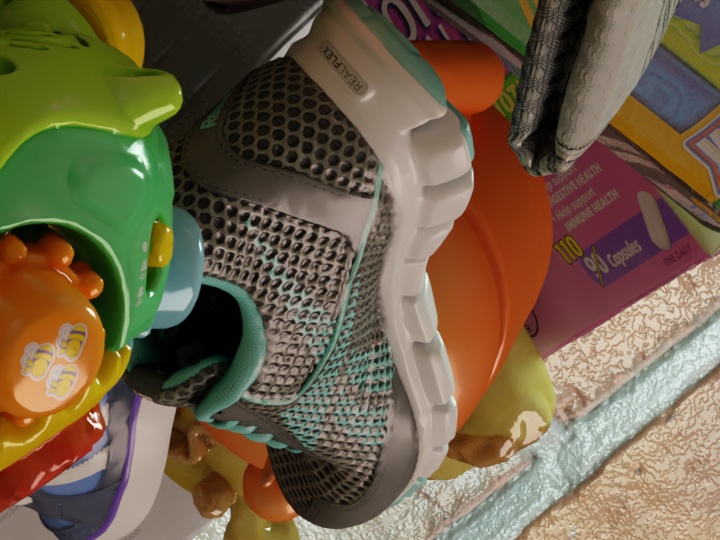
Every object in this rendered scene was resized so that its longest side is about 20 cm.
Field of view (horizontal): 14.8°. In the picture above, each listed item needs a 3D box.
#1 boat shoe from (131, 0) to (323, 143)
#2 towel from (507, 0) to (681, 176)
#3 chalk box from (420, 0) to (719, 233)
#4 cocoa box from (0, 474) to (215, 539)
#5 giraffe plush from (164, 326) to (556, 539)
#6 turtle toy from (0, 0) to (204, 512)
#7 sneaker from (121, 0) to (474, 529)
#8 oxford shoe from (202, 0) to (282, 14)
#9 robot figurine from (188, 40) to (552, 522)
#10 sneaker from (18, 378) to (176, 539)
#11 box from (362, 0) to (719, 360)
[{"bbox_3d":[-0.066,-0.045,0.770,0.200,0.074,0.067,-41,179,-33],"label":"boat shoe"},{"bbox_3d":[0.103,-0.142,0.709,0.193,0.034,0.200,-56,167,-28],"label":"towel"},{"bbox_3d":[0.131,-0.089,0.974,0.124,0.200,0.124,-53,-172,3],"label":"chalk box"},{"bbox_3d":[-0.155,0.078,1.239,0.200,0.134,0.131,-39,-158,-34],"label":"cocoa box"},{"bbox_3d":[-0.026,0.043,1.160,0.162,0.173,0.200,-38,166,-23],"label":"giraffe plush"},{"bbox_3d":[-0.115,0.016,0.619,0.199,0.101,0.146,-32,-177,20],"label":"turtle toy"},{"bbox_3d":[-0.026,0.013,0.747,0.091,0.078,0.201,-31,148,-21],"label":"sneaker"},{"bbox_3d":[-0.011,-0.105,0.719,0.072,0.072,0.200,-20,-179,20],"label":"oxford shoe"},{"bbox_3d":[0.000,-0.002,0.925,0.143,0.117,0.200,-31,-172,21],"label":"robot figurine"},{"bbox_3d":[-0.143,0.040,1.006,0.145,0.081,0.200,-5,149,-21],"label":"sneaker"},{"bbox_3d":[0.074,-0.084,1.148,0.097,0.200,0.176,-38,-179,-27],"label":"box"}]
